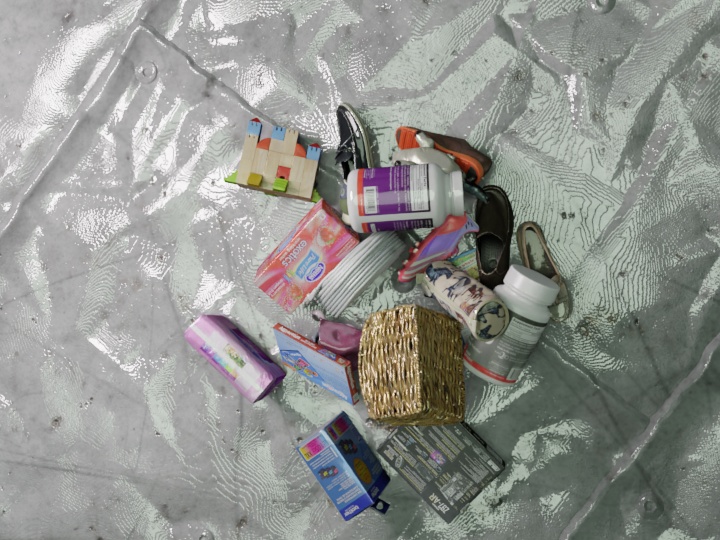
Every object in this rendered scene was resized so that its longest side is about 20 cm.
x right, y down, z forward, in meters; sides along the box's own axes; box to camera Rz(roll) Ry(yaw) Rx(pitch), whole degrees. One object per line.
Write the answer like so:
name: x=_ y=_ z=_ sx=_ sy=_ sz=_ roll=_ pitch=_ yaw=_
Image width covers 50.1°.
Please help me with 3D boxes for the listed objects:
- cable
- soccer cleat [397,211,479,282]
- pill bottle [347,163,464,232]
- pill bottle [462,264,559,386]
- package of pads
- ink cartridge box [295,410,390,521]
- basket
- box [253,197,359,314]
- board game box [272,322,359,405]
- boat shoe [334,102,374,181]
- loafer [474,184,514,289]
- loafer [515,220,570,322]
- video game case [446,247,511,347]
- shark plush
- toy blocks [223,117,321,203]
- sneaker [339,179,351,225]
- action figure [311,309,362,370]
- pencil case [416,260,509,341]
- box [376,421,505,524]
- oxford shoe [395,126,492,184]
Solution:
cable: x=0.000 y=0.000 z=1.436 sx=0.069 sy=0.200 sz=0.200 roll=46 pitch=124 yaw=2
soccer cleat: x=0.141 y=-0.036 z=1.450 sx=0.076 sy=0.067 sz=0.200 roll=34 pitch=124 yaw=-5
pill bottle: x=0.080 y=-0.128 z=1.351 sx=0.199 sy=0.112 sz=0.113 roll=-3 pitch=91 yaw=7
pill bottle: x=0.271 y=0.098 z=1.397 sx=0.113 sy=0.114 sz=0.201 roll=27 pitch=106 yaw=10
package of pads: x=-0.248 y=0.171 z=1.534 sx=0.200 sy=0.120 sz=0.076 roll=41 pitch=94 yaw=8
ink cartridge box: x=-0.021 y=0.387 z=1.486 sx=0.076 sy=0.136 sz=0.201 roll=-35 pitch=85 yaw=16
basket: x=0.090 y=0.176 z=1.379 sx=0.142 sy=0.149 sz=0.201 roll=-17 pitch=66 yaw=37
box: x=-0.104 y=-0.028 z=1.495 sx=0.103 sy=0.095 sz=0.200 roll=42 pitch=102 yaw=-14
board game box: x=-0.087 y=0.178 z=1.480 sx=0.199 sy=0.019 sz=0.103 roll=24 pitch=138 yaw=37
boat shoe: x=-0.018 y=-0.226 z=1.493 sx=0.062 sy=0.075 sz=0.201 roll=-14 pitch=93 yaw=-22
loafer: x=0.248 y=-0.069 z=1.432 sx=0.073 sy=0.071 sz=0.201 roll=-5 pitch=75 yaw=16
loafer: x=0.337 y=0.004 z=1.436 sx=0.072 sy=0.063 sz=0.201 roll=-21 pitch=88 yaw=11
video game case: x=0.240 y=0.058 z=1.482 sx=0.142 sy=0.018 sz=0.201 roll=-23 pitch=87 yaw=12
shark plush: x=0.152 y=-0.185 z=1.432 sx=0.199 sy=0.083 sz=0.091 roll=17 pitch=63 yaw=8
toy blocks: x=-0.156 y=-0.220 z=1.523 sx=0.199 sy=0.100 sz=0.138 roll=12 pitch=86 yaw=0
sneaker: x=0.055 y=-0.151 z=1.449 sx=0.199 sy=0.067 sz=0.090 roll=-14 pitch=120 yaw=-8
action figure: x=0.016 y=0.140 z=1.503 sx=0.199 sy=0.134 sz=0.150 roll=-17 pitch=62 yaw=13
pencil case: x=0.181 y=0.051 z=1.367 sx=0.089 sy=0.200 sz=0.078 roll=-15 pitch=118 yaw=-20
box: x=0.155 y=0.361 z=1.496 sx=0.200 sy=0.044 sz=0.160 roll=44 pitch=100 yaw=7
oxford shoe: x=0.157 y=-0.226 z=1.474 sx=0.199 sy=0.072 sz=0.071 roll=32 pitch=137 yaw=21
